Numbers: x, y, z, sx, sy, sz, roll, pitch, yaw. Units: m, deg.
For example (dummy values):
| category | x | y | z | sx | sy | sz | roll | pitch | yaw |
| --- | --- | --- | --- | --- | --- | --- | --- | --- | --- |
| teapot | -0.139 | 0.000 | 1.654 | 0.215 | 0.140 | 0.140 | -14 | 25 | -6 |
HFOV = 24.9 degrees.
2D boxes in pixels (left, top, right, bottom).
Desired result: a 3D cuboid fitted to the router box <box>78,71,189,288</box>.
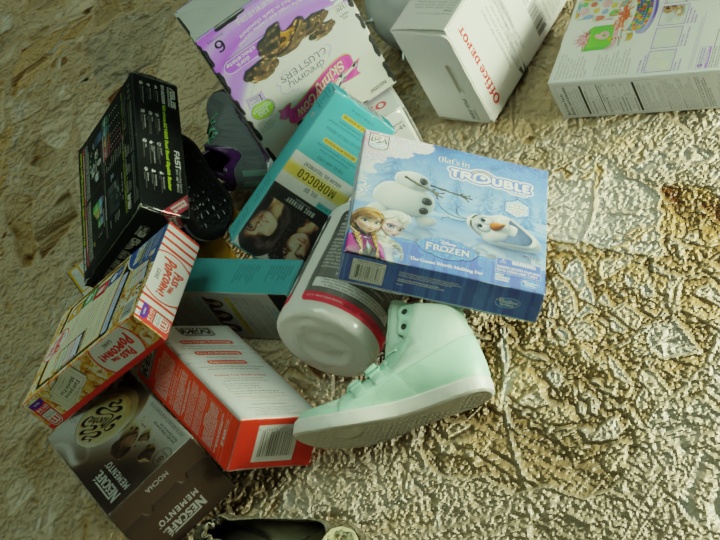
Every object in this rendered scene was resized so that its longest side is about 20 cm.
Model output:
| category | x | y | z | sx | sy | sz | roll | pitch | yaw |
| --- | --- | --- | --- | --- | --- | --- | --- | --- | --- |
| router box | -0.256 | -0.097 | 1.821 | 0.150 | 0.062 | 0.201 | -46 | 41 | 40 |

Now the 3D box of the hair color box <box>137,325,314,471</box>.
| category | x | y | z | sx | sy | sz | roll | pitch | yaw |
| --- | --- | --- | --- | --- | --- | --- | --- | --- | --- |
| hair color box | -0.135 | 0.126 | 1.652 | 0.200 | 0.101 | 0.062 | 40 | 120 | 47 |

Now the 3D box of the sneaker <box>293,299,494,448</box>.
| category | x | y | z | sx | sy | sz | roll | pitch | yaw |
| --- | --- | --- | --- | --- | --- | --- | --- | --- | --- |
| sneaker | 0.022 | 0.097 | 1.585 | 0.199 | 0.074 | 0.119 | -18 | 65 | 5 |

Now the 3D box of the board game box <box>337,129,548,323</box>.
| category | x | y | z | sx | sy | sz | roll | pitch | yaw |
| --- | --- | --- | --- | --- | --- | --- | --- | --- | --- |
| board game box | 0.087 | -0.048 | 1.627 | 0.198 | 0.044 | 0.200 | 12 | 40 | -3 |

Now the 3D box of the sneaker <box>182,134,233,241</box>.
| category | x | y | z | sx | sy | sz | roll | pitch | yaw |
| --- | --- | --- | --- | --- | --- | --- | --- | --- | --- |
| sneaker | -0.203 | -0.079 | 1.858 | 0.083 | 0.071 | 0.201 | -58 | 34 | 24 |

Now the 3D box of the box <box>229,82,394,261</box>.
| category | x | y | z | sx | sy | sz | roll | pitch | yaw |
| --- | --- | --- | --- | --- | --- | --- | --- | --- | --- |
| box | -0.054 | -0.096 | 1.762 | 0.201 | 0.082 | 0.049 | -55 | 16 | 10 |

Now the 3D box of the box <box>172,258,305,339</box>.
| category | x | y | z | sx | sy | sz | roll | pitch | yaw |
| --- | --- | --- | --- | --- | --- | --- | --- | --- | --- |
| box | -0.134 | 0.030 | 1.762 | 0.199 | 0.082 | 0.049 | 1 | 52 | 33 |

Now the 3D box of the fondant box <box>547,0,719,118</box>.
| category | x | y | z | sx | sy | sz | roll | pitch | yaw |
| --- | --- | --- | --- | --- | --- | --- | --- | --- | --- |
| fondant box | 0.316 | -0.240 | 1.748 | 0.199 | 0.058 | 0.145 | 0 | 52 | 31 |

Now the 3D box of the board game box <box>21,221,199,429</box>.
| category | x | y | z | sx | sy | sz | roll | pitch | yaw |
| --- | --- | --- | --- | --- | --- | --- | --- | --- | --- |
| board game box | -0.262 | 0.058 | 1.710 | 0.200 | 0.046 | 0.152 | -36 | 25 | 34 |

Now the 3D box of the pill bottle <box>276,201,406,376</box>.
| category | x | y | z | sx | sy | sz | roll | pitch | yaw |
| --- | --- | --- | --- | --- | --- | --- | --- | --- | --- |
| pill bottle | 0.000 | 0.000 | 1.682 | 0.110 | 0.111 | 0.201 | 2 | 51 | 33 |

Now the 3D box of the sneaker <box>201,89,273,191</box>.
| category | x | y | z | sx | sy | sz | roll | pitch | yaw |
| --- | --- | --- | --- | --- | --- | --- | --- | --- | --- |
| sneaker | -0.163 | -0.158 | 1.940 | 0.087 | 0.075 | 0.200 | -8 | 35 | -24 |

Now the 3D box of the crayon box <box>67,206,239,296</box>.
| category | x | y | z | sx | sy | sz | roll | pitch | yaw |
| --- | --- | --- | --- | --- | --- | --- | --- | --- | --- |
| crayon box | -0.229 | -0.015 | 1.887 | 0.200 | 0.052 | 0.126 | -39 | 42 | -5 |

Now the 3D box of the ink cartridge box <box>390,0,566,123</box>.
| category | x | y | z | sx | sy | sz | roll | pitch | yaw |
| --- | --- | --- | --- | --- | --- | --- | --- | --- | --- |
| ink cartridge box | 0.136 | -0.288 | 1.840 | 0.082 | 0.147 | 0.201 | 9 | 56 | 39 |

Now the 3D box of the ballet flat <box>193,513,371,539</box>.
| category | x | y | z | sx | sy | sz | roll | pitch | yaw |
| --- | --- | --- | --- | --- | --- | --- | --- | --- | --- |
| ballet flat | -0.078 | 0.257 | 1.540 | 0.199 | 0.046 | 0.068 | 1 | 53 | 33 |

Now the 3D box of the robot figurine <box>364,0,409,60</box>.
| category | x | y | z | sx | sy | sz | roll | pitch | yaw |
| --- | --- | --- | --- | --- | --- | --- | --- | --- | --- |
| robot figurine | 0.082 | -0.341 | 1.949 | 0.169 | 0.113 | 0.200 | 34 | 70 | 16 |

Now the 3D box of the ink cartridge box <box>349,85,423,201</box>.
| category | x | y | z | sx | sy | sz | roll | pitch | yaw |
| --- | --- | --- | --- | --- | --- | --- | --- | --- | --- |
| ink cartridge box | -0.028 | -0.179 | 1.888 | 0.147 | 0.086 | 0.201 | -30 | 44 | 4 |

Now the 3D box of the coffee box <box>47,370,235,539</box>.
| category | x | y | z | sx | sy | sz | roll | pitch | yaw |
| --- | --- | --- | --- | --- | --- | --- | --- | --- | --- |
| coffee box | -0.224 | 0.193 | 1.644 | 0.113 | 0.080 | 0.200 | -42 | 31 | -9 |

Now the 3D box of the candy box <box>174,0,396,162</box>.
| category | x | y | z | sx | sy | sz | roll | pitch | yaw |
| --- | --- | --- | --- | --- | --- | --- | --- | --- | --- |
| candy box | -0.078 | -0.240 | 1.762 | 0.167 | 0.200 | 0.072 | -35 | 44 | -2 |
